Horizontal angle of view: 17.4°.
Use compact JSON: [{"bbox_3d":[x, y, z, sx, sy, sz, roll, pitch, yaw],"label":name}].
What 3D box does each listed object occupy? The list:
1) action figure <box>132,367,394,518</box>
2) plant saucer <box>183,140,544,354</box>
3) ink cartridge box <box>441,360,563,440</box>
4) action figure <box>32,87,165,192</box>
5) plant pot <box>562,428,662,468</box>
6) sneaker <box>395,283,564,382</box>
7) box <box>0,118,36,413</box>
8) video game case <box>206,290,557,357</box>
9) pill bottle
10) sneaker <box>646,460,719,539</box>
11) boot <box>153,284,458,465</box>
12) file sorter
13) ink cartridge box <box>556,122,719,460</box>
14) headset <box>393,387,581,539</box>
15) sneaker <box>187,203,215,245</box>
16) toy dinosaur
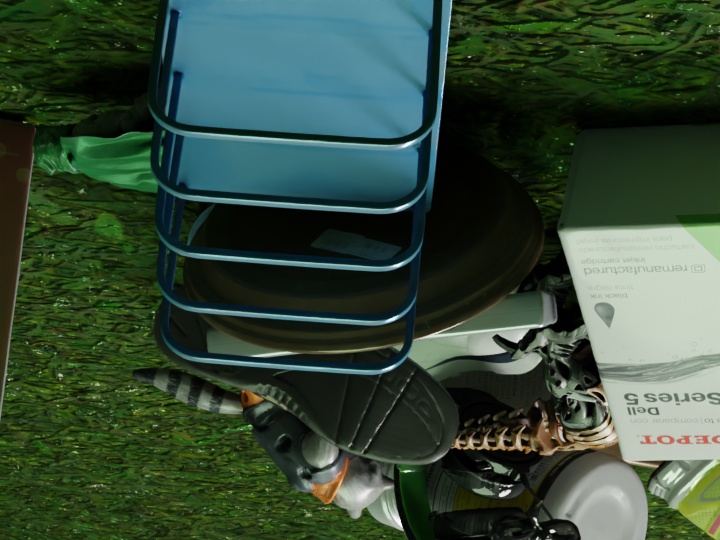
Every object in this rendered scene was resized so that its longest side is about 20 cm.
[{"bbox_3d":[-0.060,0.105,1.691,0.193,0.105,0.200,41,163,6],"label":"action figure"},{"bbox_3d":[0.000,-0.021,1.284,0.200,0.200,0.030,0,123,14],"label":"plant saucer"},{"bbox_3d":[0.134,0.099,1.796,0.200,0.068,0.115,-3,161,25],"label":"ink cartridge box"},{"bbox_3d":[-0.088,-0.075,1.283,0.200,0.055,0.118,-5,163,16],"label":"action figure"},{"bbox_3d":[0.243,0.078,1.655,0.200,0.093,0.201,3,163,1],"label":"plant pot"},{"bbox_3d":[0.048,0.029,1.606,0.080,0.076,0.200,36,149,-28],"label":"sneaker"},{"bbox_3d":[-0.280,0.010,1.363,0.152,0.200,0.106,9,165,-15],"label":"box"},{"bbox_3d":[0.018,0.032,1.339,0.182,0.023,0.200,-6,179,7],"label":"video game case"},{"bbox_3d":[0.098,0.166,1.688,0.200,0.111,0.111,14,175,45],"label":"pill bottle"},{"bbox_3d":[0.279,0.106,1.496,0.200,0.090,0.078,-45,173,35],"label":"sneaker"},{"bbox_3d":[-0.031,0.049,1.530,0.203,0.074,0.154,24,-169,-4],"label":"boot"},{"bbox_3d":[-0.032,-0.053,1.128,0.139,0.123,0.200,5,146,1],"label":"file sorter"},{"bbox_3d":[0.205,0.015,1.330,0.145,0.084,0.200,-2,136,19],"label":"ink cartridge box"},{"bbox_3d":[0.074,0.149,1.566,0.094,0.124,0.200,1,-169,-33],"label":"headset"},{"bbox_3d":[0.000,0.000,1.477,0.200,0.080,0.131,0,162,15],"label":"sneaker"},{"bbox_3d":[0.147,0.069,1.488,0.136,0.200,0.102,61,171,-26],"label":"toy dinosaur"}]
